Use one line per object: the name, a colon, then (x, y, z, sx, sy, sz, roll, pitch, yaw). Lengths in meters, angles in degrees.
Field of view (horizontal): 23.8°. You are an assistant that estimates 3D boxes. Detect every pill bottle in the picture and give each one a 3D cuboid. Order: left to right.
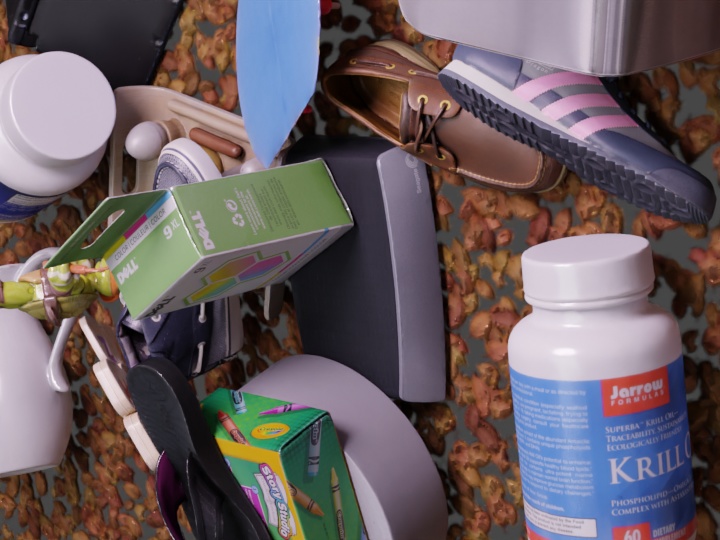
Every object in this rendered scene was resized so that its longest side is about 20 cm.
pill bottle: (-0.281, -0.116, 1.447, 0.200, 0.119, 0.120, -21, 88, 61)
pill bottle: (0.154, 0.084, 1.106, 0.112, 0.112, 0.201, 4, 108, 44)

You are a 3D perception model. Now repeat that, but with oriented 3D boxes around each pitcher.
pitcher: (-0.318, 0.086, 1.598, 0.171, 0.121, 0.201, -15, 82, 31)

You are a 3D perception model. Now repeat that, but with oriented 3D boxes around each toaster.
toaster: (0.142, -0.197, 0.991, 0.199, 0.180, 0.119, 20, 120, 40)

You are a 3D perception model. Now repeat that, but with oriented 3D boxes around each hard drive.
hard drive: (0.000, 0.000, 1.293, 0.134, 0.042, 0.201, 7, 108, 43)

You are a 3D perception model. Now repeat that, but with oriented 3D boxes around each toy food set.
toy food set: (-0.133, -0.057, 1.394, 0.199, 0.060, 0.144, 25, 119, 38)

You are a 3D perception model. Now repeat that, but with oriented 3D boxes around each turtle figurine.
turtle figurine: (-0.259, 0.015, 1.392, 0.200, 0.160, 0.065, -148, 50, -82)

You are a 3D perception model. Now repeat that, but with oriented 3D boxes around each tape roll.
tape roll: (-0.029, 0.168, 1.330, 0.200, 0.066, 0.201, 26, 133, 31)

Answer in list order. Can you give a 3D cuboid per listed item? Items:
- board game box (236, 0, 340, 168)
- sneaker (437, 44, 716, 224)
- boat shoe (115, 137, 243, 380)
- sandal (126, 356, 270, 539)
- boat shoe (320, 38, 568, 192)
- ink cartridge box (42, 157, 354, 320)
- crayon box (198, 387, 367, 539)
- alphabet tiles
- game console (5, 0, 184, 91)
board game box: (-0.046, -0.172, 1.265, 0.200, 0.039, 0.159, 128, 137, -60)
sneaker: (0.151, -0.106, 1.094, 0.199, 0.082, 0.070, 32, 170, 12)
boat shoe: (-0.148, 0.003, 1.338, 0.074, 0.093, 0.201, 18, 127, 40)
sandal: (-0.125, 0.161, 1.239, 0.075, 0.048, 0.201, -18, 101, 51)
boat shoe: (0.054, -0.102, 1.187, 0.200, 0.067, 0.072, 30, 123, 35)
ink cartridge box: (-0.113, -0.019, 1.224, 0.104, 0.199, 0.060, -38, 73, 44)
crayon box: (-0.057, 0.194, 1.278, 0.118, 0.058, 0.201, 8, 122, 43)
alphabet tiles: (-0.165, 0.124, 1.414, 0.015, 0.200, 0.196, -32, 78, 3)
game console: (-0.219, -0.274, 1.438, 0.200, 0.116, 0.176, -60, 31, 38)
